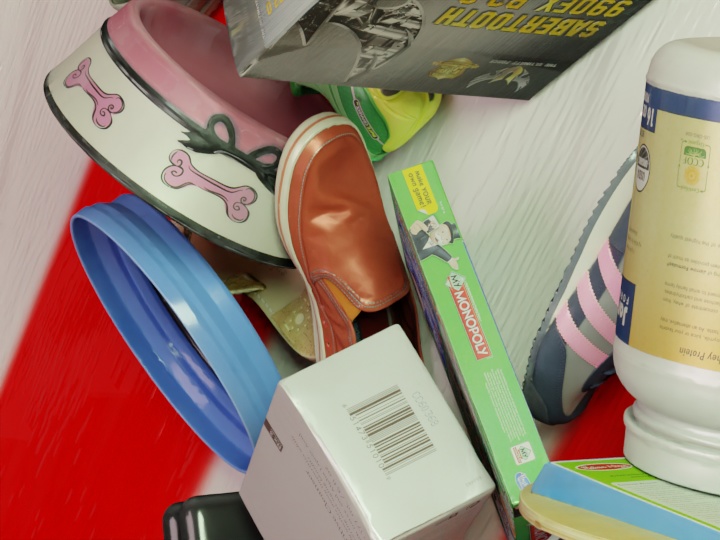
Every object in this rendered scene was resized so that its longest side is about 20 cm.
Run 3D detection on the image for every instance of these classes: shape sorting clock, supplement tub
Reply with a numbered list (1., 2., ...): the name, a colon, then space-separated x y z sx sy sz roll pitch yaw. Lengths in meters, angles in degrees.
1. shape sorting clock: 0.173 0.120 1.156 0.200 0.200 0.039 20 106 51
2. supplement tub: 0.195 -0.002 1.167 0.144 0.144 0.200 19 106 51

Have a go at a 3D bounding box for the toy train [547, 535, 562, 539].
1. toy train: 0.149 0.203 1.294 0.200 0.087 0.114 28 105 52

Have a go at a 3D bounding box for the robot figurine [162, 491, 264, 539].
1. robot figurine: -0.072 0.239 1.557 0.125 0.150 0.200 -11 81 18

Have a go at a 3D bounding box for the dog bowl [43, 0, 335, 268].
1. dog bowl: -0.089 -0.090 1.513 0.074 0.200 0.200 -54 49 16

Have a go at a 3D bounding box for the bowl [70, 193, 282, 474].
1. bowl: -0.111 0.037 1.583 0.201 0.039 0.201 49 164 19

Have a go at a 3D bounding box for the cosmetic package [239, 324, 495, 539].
1. cosmetic package: -0.001 0.125 1.416 0.113 0.081 0.200 59 159 17

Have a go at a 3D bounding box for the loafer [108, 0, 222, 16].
1. loafer: -0.099 -0.230 1.611 0.200 0.070 0.070 -55 50 39

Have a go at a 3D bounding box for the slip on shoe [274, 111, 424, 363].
1. slip on shoe: 0.000 0.000 1.462 0.061 0.074 0.200 17 127 46

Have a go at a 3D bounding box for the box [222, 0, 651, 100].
1. box: 0.052 -0.151 1.305 0.158 0.200 0.048 -38 58 46

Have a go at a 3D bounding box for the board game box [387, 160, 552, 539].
1. board game box: 0.064 0.054 1.379 0.135 0.029 0.200 78 172 -68

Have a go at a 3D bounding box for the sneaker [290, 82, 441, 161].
1. sneaker: -0.026 -0.149 1.514 0.084 0.074 0.200 -53 52 35

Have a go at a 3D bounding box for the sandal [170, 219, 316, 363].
1. sandal: -0.076 -0.016 1.572 0.078 0.070 0.212 -55 46 6

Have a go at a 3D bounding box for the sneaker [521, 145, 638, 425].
1. sneaker: 0.146 0.022 1.304 0.082 0.070 0.200 34 134 15
